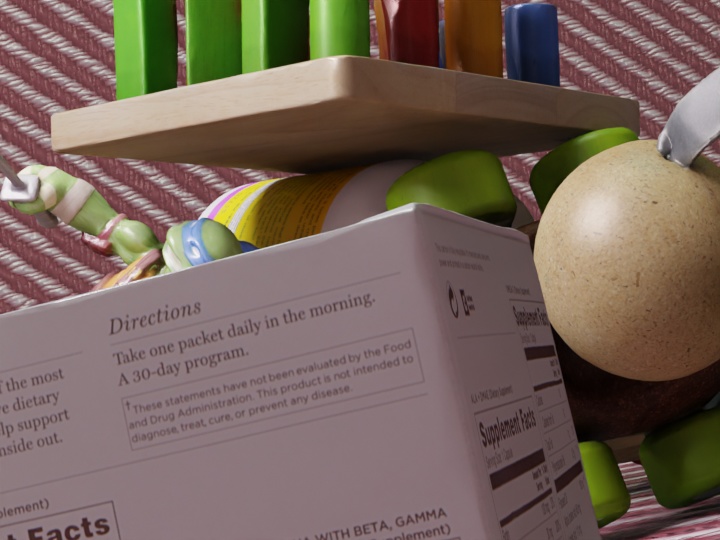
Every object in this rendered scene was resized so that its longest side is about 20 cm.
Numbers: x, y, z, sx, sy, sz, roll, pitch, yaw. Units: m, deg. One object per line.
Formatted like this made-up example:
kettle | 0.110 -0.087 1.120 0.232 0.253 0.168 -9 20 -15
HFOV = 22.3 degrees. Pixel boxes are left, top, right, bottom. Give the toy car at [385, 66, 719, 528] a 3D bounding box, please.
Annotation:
toy car | 0.124 -0.003 0.730 0.157 0.165 0.200 -10 -19 -31

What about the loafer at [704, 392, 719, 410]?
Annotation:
loafer | 0.202 0.014 0.882 0.201 0.070 0.068 -55 -4 -16

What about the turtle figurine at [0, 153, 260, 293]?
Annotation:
turtle figurine | -0.158 0.028 0.862 0.199 0.144 0.194 -15 -25 -50

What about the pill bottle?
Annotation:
pill bottle | 0.000 0.000 0.915 0.104 0.105 0.199 -10 3 -35

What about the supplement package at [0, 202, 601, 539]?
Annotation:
supplement package | -0.053 0.064 0.420 0.199 0.112 0.156 -13 -4 13

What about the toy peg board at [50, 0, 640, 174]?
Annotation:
toy peg board | -0.008 -0.106 0.849 0.198 0.099 0.199 2 -4 -45

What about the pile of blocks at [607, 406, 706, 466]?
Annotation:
pile of blocks | 0.208 0.074 0.958 0.199 0.062 0.082 -24 3 29
